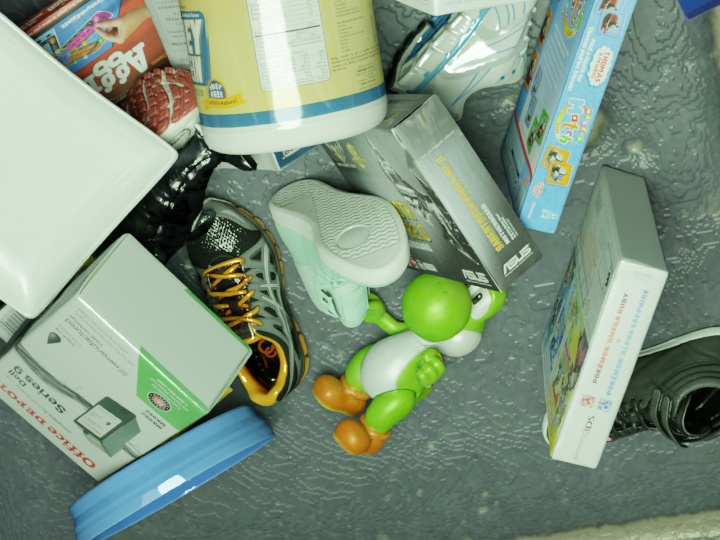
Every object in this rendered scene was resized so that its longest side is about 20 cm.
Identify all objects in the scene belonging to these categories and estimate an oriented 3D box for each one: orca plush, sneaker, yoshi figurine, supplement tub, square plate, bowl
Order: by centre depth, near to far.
[{"bbox_3d":[-0.063,-0.198,1.220,0.143,0.145,0.202,-7,103,9],"label":"supplement tub"},{"bbox_3d":[-0.281,-0.087,1.305,0.200,0.029,0.198,38,110,-19],"label":"square plate"},{"bbox_3d":[0.115,-0.202,1.337,0.086,0.075,0.200,35,118,-22],"label":"sneaker"},{"bbox_3d":[-0.154,-0.034,1.356,0.199,0.072,0.105,-32,142,34],"label":"orca plush"},{"bbox_3d":[0.000,0.000,1.378,0.073,0.200,0.119,-32,118,-14],"label":"sneaker"},{"bbox_3d":[-0.174,-0.100,1.387,0.082,0.078,0.200,18,143,-27],"label":"sneaker"},{"bbox_3d":[0.038,0.066,1.438,0.112,0.112,0.200,42,108,-6],"label":"yoshi figurine"},{"bbox_3d":[0.249,0.122,1.444,0.199,0.099,0.071,-26,111,17],"label":"sneaker"},{"bbox_3d":[-0.102,0.029,1.449,0.078,0.077,0.201,-21,107,17],"label":"sneaker"},{"bbox_3d":[-0.171,0.181,1.464,0.200,0.200,0.040,-33,83,18],"label":"bowl"}]

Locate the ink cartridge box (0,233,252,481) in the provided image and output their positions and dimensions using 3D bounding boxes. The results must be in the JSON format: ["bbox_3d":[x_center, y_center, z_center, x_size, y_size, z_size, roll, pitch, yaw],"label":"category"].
[{"bbox_3d":[-0.209,0.079,1.378,0.146,0.084,0.200,43,139,-11],"label":"ink cartridge box"}]

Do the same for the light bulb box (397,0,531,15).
[{"bbox_3d":[0.063,-0.306,1.197,0.124,0.198,0.202,-12,111,-18],"label":"light bulb box"}]

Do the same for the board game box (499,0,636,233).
[{"bbox_3d":[0.161,-0.152,1.301,0.036,0.152,0.201,13,115,-7],"label":"board game box"}]

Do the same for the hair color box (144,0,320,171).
[{"bbox_3d":[-0.109,-0.184,1.339,0.100,0.060,0.201,7,125,52],"label":"hair color box"}]

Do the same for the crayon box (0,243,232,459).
[{"bbox_3d":[-0.224,0.069,1.493,0.127,0.051,0.200,-39,104,20],"label":"crayon box"}]

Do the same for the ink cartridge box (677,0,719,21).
[{"bbox_3d":[0.261,-0.299,1.289,0.099,0.039,0.201,-27,109,15],"label":"ink cartridge box"}]

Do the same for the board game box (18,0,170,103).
[{"bbox_3d":[-0.255,-0.158,1.348,0.199,0.019,0.103,-37,132,-8],"label":"board game box"}]

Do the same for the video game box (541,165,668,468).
[{"bbox_3d":[0.197,0.035,1.355,0.046,0.200,0.183,17,115,-4],"label":"video game box"}]

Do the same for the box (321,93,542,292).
[{"bbox_3d":[0.049,-0.067,1.328,0.048,0.200,0.159,-40,108,-13],"label":"box"}]
